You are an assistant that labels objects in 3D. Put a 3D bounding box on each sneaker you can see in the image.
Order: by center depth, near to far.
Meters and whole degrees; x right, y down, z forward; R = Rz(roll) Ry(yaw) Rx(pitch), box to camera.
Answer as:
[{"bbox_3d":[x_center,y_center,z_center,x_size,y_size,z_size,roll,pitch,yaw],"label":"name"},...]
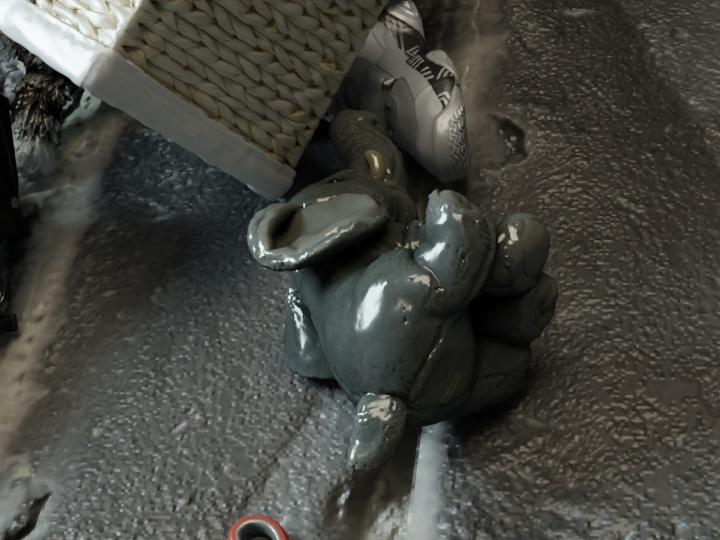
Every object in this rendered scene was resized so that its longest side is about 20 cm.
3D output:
[{"bbox_3d":[-0.001,-0.111,1.048,0.114,0.076,0.201,-15,38,-5],"label":"sneaker"}]

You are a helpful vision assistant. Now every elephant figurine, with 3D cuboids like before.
[{"bbox_3d":[0.000,0.000,0.901,0.199,0.143,0.154,27,20,38],"label":"elephant figurine"}]

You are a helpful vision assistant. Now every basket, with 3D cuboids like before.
[{"bbox_3d":[-0.120,-0.174,0.948,0.198,0.200,0.162,34,94,34],"label":"basket"}]

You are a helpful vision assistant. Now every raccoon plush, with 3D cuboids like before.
[{"bbox_3d":[-0.205,-0.179,1.064,0.096,0.134,0.202,-6,64,11],"label":"raccoon plush"}]

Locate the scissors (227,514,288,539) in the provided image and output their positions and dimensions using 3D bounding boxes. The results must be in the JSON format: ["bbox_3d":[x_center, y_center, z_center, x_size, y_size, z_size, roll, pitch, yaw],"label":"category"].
[{"bbox_3d":[-0.058,0.199,0.771,0.072,0.014,0.201,-10,41,-3],"label":"scissors"}]

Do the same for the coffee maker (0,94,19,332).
[{"bbox_3d":[-0.322,-0.052,0.981,0.198,0.134,0.194,-7,79,26],"label":"coffee maker"}]
